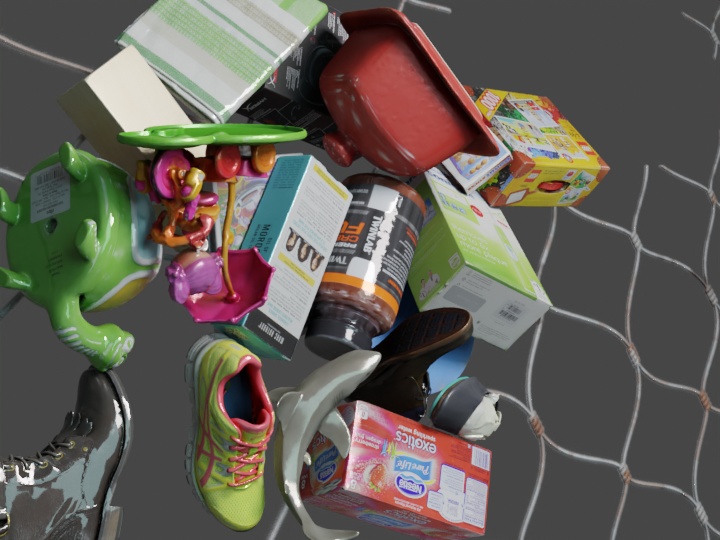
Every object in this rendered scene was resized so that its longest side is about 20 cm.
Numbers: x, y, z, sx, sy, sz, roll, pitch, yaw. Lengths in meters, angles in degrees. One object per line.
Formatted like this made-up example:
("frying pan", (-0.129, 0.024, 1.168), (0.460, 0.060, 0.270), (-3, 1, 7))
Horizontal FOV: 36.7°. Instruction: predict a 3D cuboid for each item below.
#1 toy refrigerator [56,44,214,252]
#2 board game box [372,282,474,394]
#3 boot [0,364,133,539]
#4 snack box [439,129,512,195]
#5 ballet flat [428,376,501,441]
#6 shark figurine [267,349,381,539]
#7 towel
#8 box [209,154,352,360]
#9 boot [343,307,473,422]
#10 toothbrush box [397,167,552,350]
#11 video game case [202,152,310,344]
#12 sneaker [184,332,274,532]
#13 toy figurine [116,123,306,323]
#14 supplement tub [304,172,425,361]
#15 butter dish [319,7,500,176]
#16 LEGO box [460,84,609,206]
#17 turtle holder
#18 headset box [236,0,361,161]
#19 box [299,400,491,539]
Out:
("toy refrigerator", (-0.213, -0.122, 1.117), (0.200, 0.070, 0.076), (54, 49, -18))
("board game box", (0.043, 0.057, 1.290), (0.200, 0.039, 0.158), (37, 56, -15))
("boot", (-0.294, 0.172, 0.947), (0.174, 0.069, 0.200), (12, 70, -37))
("snack box", (0.099, -0.187, 1.345), (0.200, 0.072, 0.024), (52, -1, 25))
("ballet flat", (0.128, 0.159, 1.237), (0.200, 0.073, 0.073), (21, 53, -77))
("shark figurine", (-0.061, 0.168, 1.074), (0.090, 0.128, 0.215), (61, 35, -57))
("towel", (-0.149, -0.263, 1.189), (0.149, 0.031, 0.200), (38, 65, 3))
("box", (-0.079, -0.014, 1.125), (0.082, 0.049, 0.200), (42, 60, -44))
("boot", (0.062, 0.109, 1.181), (0.097, 0.200, 0.075), (48, 39, -20))
("toothbrush box", (0.119, -0.020, 1.286), (0.146, 0.086, 0.200), (26, 28, -33))
("video game case", (-0.105, -0.019, 1.147), (0.143, 0.018, 0.200), (-15, 105, -52))
("sneaker", (-0.121, 0.164, 1.061), (0.078, 0.090, 0.200), (-16, 102, -38))
("toy figurine", (-0.138, -0.037, 0.997), (0.200, 0.150, 0.184), (-18, 112, -59))
("supplement tub", (0.000, 0.000, 1.189), (0.107, 0.107, 0.200), (31, 61, -28))
("butter dish", (0.022, -0.172, 1.186), (0.148, 0.199, 0.200), (-42, 110, -8))
("LEGO box", (0.209, -0.160, 1.426), (0.200, 0.077, 0.149), (-4, 50, -47))
("turtle holder", (-0.244, -0.018, 1.003), (0.186, 0.141, 0.132), (53, 16, 30))
("headset box", (-0.044, -0.230, 1.292), (0.200, 0.075, 0.149), (19, 64, -34))
("box", (0.038, 0.223, 1.186), (0.200, 0.095, 0.100), (25, 60, -31))
